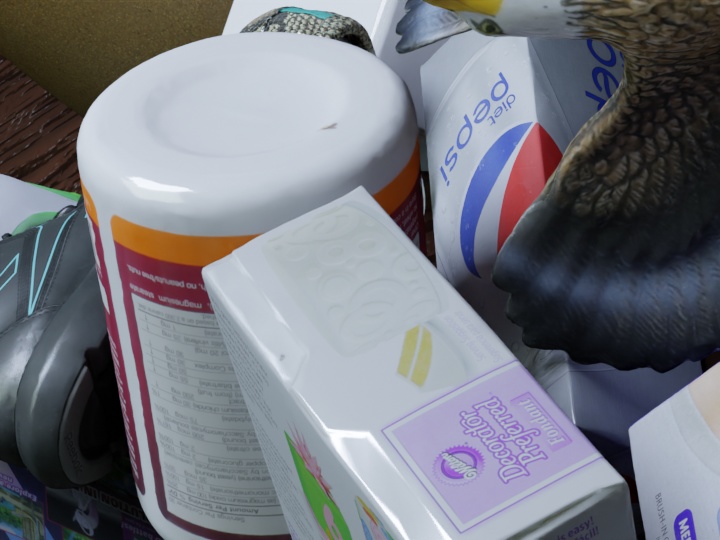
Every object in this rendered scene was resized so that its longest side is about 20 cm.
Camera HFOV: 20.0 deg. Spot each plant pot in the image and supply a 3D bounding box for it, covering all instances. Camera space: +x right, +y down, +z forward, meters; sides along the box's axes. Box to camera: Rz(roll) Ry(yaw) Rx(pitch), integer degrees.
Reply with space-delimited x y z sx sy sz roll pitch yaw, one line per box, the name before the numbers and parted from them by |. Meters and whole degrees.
plant pot | -0.116 -0.155 1.000 0.186 0.199 0.188 -39 40 42

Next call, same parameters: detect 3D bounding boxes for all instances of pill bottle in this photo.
pill bottle | -0.028 0.032 0.686 0.110 0.108 0.202 -119 19 -54

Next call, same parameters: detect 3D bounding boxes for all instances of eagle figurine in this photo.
eagle figurine | 0.085 -0.072 0.571 0.153 0.150 0.200 -62 -3 -16

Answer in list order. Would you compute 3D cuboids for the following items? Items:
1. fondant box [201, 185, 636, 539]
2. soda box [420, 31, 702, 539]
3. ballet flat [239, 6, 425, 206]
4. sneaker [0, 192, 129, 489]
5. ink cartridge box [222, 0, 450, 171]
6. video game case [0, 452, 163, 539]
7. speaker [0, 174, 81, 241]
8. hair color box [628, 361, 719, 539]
fondant box | 0.029 0.097 0.590 0.058 0.201 0.144 -27 43 -12
soda box | 0.070 -0.005 0.723 0.063 0.068 0.202 -41 39 40
ballet flat | 0.000 0.000 0.766 0.075 0.067 0.202 4 111 51
sneaker | -0.098 -0.007 0.757 0.201 0.078 0.076 -59 -30 -46
ink cartridge box | 0.023 -0.148 0.876 0.145 0.083 0.202 7 77 61
video game case | -0.131 0.073 0.878 0.023 0.199 0.183 -41 38 25
speaker | -0.097 0.025 0.849 0.088 0.199 0.089 -37 42 43
hair color box | 0.162 0.048 0.539 0.200 0.064 0.110 -41 39 38
